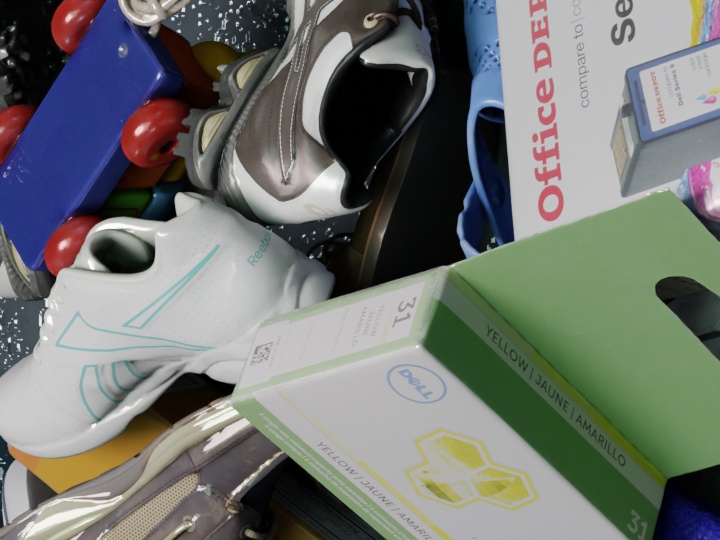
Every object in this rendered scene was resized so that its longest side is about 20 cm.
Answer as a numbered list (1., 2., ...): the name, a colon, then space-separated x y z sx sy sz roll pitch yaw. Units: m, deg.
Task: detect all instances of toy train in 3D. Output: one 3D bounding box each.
1. toy train: -0.069 -0.084 1.074 0.200 0.116 0.085 -53 57 31

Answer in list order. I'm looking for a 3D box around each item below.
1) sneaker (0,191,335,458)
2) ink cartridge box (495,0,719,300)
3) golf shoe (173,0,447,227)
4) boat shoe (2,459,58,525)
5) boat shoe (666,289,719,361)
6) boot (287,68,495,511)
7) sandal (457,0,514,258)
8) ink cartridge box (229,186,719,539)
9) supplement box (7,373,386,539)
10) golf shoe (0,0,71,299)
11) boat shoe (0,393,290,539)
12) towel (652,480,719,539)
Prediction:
1. sneaker: -0.100 0.018 1.046 0.080 0.070 0.200 42 135 -22
2. ink cartridge box: 0.151 -0.082 0.898 0.200 0.087 0.145 -17 68 40
3. golf shoe: 0.008 -0.102 1.028 0.094 0.078 0.200 10 70 42
4. boat shoe: -0.138 0.185 1.178 0.066 0.072 0.200 -20 90 27
5. boat shoe: 0.171 -0.013 0.964 0.202 0.075 0.086 -24 80 28
6. boot: 0.000 0.000 1.079 0.075 0.074 0.200 30 111 36
7. sandal: 0.075 -0.068 1.015 0.079 0.087 0.200 -10 86 34
8. ink cartridge box: 0.071 0.053 0.933 0.200 0.146 0.048 -17 41 41
9. supplement box: -0.064 0.106 1.125 0.200 0.069 0.067 37 112 27
10. golf shoe: -0.180 -0.084 1.172 0.094 0.078 0.200 -7 88 32
11. boat shoe: -0.067 0.102 1.056 0.200 0.074 0.073 -31 86 25
12. towel: 0.081 0.171 0.997 0.148 0.050 0.200 29 85 39
